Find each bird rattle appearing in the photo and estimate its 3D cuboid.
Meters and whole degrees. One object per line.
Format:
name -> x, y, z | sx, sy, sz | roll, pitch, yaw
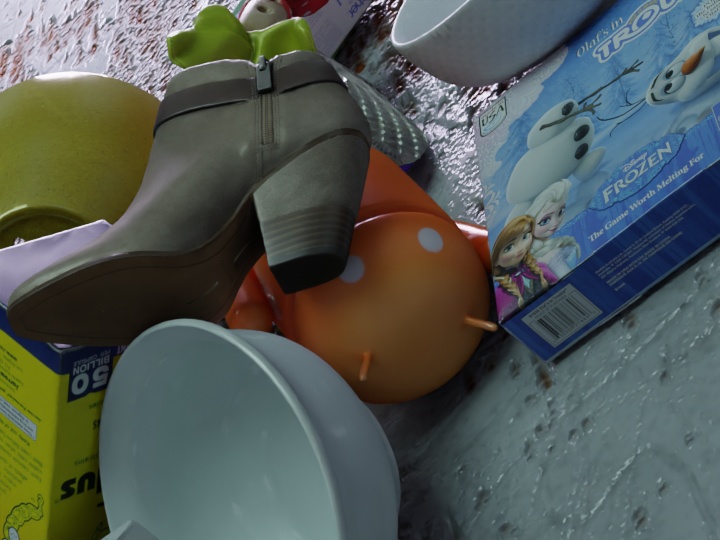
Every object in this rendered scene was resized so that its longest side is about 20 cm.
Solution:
bird rattle -> -0.081, -0.139, 1.216 | 0.200, 0.113, 0.163 | -89, 19, -56

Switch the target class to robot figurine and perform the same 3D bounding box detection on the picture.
robot figurine -> 0.002, -0.001, 1.020 | 0.117, 0.144, 0.200 | -58, 33, 13

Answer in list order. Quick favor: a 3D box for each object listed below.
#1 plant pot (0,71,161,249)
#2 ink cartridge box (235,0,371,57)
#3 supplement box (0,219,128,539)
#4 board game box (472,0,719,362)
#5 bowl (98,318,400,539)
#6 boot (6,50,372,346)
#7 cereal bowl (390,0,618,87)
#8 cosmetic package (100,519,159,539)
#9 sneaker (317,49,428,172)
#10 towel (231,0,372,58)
plant pot -> -0.205, -0.023, 1.256 | 0.200, 0.200, 0.142 | -43, 14, 16
ink cartridge box -> -0.074, -0.158, 1.375 | 0.200, 0.044, 0.094 | -55, 33, -9
supplement box -> -0.166, 0.091, 1.045 | 0.109, 0.109, 0.200 | 33, 128, 35
board game box -> 0.151, -0.077, 0.969 | 0.200, 0.043, 0.199 | -39, 28, 24
bowl -> -0.044, 0.114, 0.939 | 0.090, 0.201, 0.201 | -15, -1, -40
boot -> -0.090, -0.044, 0.963 | 0.200, 0.070, 0.146 | -10, 53, -1
cereal bowl -> 0.112, -0.187, 1.105 | 0.200, 0.083, 0.200 | -47, 15, 16
cosmetic package -> -0.161, 0.214, 0.943 | 0.200, 0.074, 0.102 | -36, 15, 46
sneaker -> -0.020, -0.080, 1.228 | 0.100, 0.070, 0.200 | -54, 22, 9
towel -> -0.077, -0.178, 1.470 | 0.149, 0.031, 0.200 | -59, 27, -12
